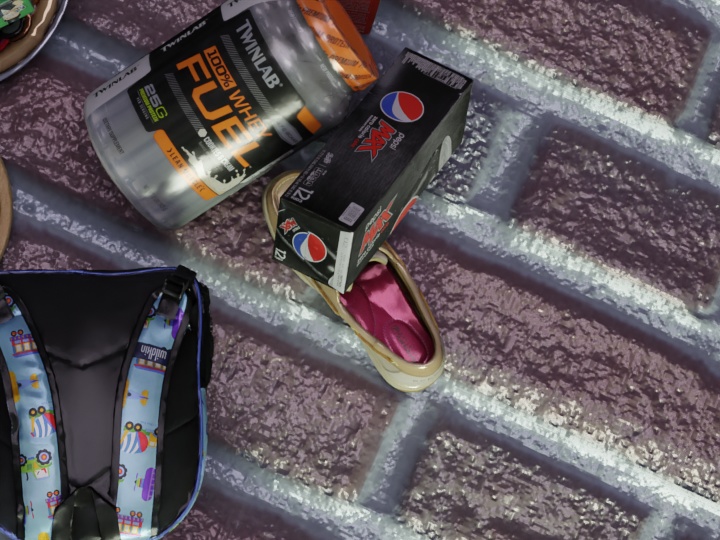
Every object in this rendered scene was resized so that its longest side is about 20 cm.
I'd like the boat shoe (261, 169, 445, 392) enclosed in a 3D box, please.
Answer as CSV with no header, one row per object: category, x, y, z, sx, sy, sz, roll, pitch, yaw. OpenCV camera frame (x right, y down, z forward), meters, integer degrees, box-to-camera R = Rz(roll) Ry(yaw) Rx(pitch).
boat shoe,0.000,0.000,1.559,0.074,0.069,0.200,-38,84,-13

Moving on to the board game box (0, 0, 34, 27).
board game box,-0.342,-0.247,1.534,0.134,0.029,0.200,-27,68,-1

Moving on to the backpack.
backpack,-0.194,0.105,1.480,0.182,0.135,0.201,-2,77,-7

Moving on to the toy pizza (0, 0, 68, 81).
toy pizza,-0.317,-0.235,1.571,0.199,0.032,0.201,-1,85,6

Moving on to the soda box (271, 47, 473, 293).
soda box,0.011,-0.076,1.533,0.063,0.071,0.200,26,49,15

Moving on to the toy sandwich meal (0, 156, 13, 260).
toy sandwich meal,-0.354,-0.057,1.531,0.204,0.070,0.206,1,77,-6

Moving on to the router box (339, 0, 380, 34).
router box,0.002,-0.306,1.571,0.049,0.180,0.201,6,78,-4

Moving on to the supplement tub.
supplement tub,-0.094,-0.129,1.520,0.200,0.123,0.123,-33,82,11
